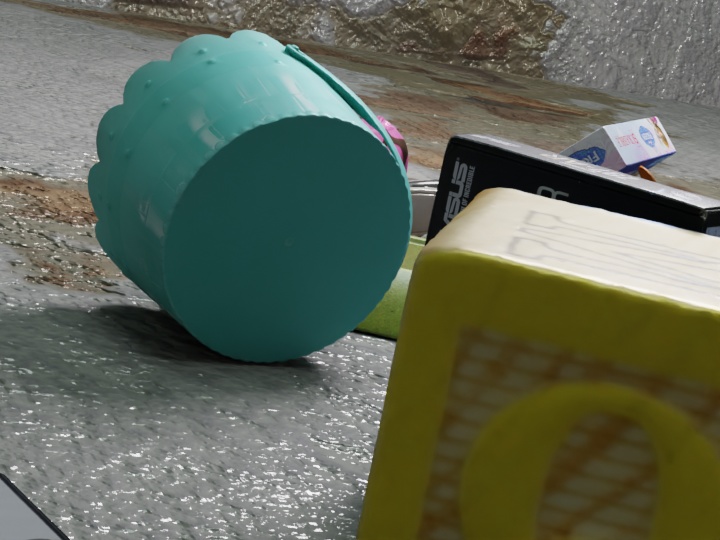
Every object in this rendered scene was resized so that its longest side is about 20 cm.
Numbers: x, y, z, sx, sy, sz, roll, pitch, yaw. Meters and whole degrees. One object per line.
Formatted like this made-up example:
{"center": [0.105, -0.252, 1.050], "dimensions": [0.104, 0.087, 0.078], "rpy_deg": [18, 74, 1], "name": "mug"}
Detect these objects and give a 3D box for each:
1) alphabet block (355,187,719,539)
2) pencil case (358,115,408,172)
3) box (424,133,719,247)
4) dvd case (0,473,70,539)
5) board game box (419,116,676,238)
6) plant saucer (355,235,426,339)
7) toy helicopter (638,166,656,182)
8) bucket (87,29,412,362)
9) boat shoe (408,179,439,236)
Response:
{"center": [0.115, 0.083, 0.847], "dimensions": [0.196, 0.196, 0.200], "rpy_deg": [12, 11, 9], "name": "alphabet block"}
{"center": [-0.020, -0.077, 1.448], "dimensions": [0.091, 0.094, 0.200], "rpy_deg": [15, 12, 12], "name": "pencil case"}
{"center": [0.103, 0.041, 1.000], "dimensions": [0.160, 0.200, 0.044], "rpy_deg": [20, 14, 32], "name": "box"}
{"center": [-0.177, 0.128, 0.770], "dimensions": [0.143, 0.018, 0.200], "rpy_deg": [2, 15, -35], "name": "dvd case"}
{"center": [0.161, -0.063, 1.608], "dimensions": [0.199, 0.041, 0.200], "rpy_deg": [-31, -5, 22], "name": "board game box"}
{"center": [0.000, 0.000, 1.449], "dimensions": [0.199, 0.048, 0.200], "rpy_deg": [13, 13, 4], "name": "plant saucer"}
{"center": [0.223, -0.015, 1.583], "dimensions": [0.079, 0.132, 0.200], "rpy_deg": [51, 11, 24], "name": "toy helicopter"}
{"center": [-0.071, -0.045, 1.245], "dimensions": [0.207, 0.207, 0.135], "rpy_deg": [5, 23, -29], "name": "bucket"}
{"center": [0.106, -0.062, 1.788], "dimensions": [0.200, 0.067, 0.057], "rpy_deg": [3, 19, -20], "name": "boat shoe"}
